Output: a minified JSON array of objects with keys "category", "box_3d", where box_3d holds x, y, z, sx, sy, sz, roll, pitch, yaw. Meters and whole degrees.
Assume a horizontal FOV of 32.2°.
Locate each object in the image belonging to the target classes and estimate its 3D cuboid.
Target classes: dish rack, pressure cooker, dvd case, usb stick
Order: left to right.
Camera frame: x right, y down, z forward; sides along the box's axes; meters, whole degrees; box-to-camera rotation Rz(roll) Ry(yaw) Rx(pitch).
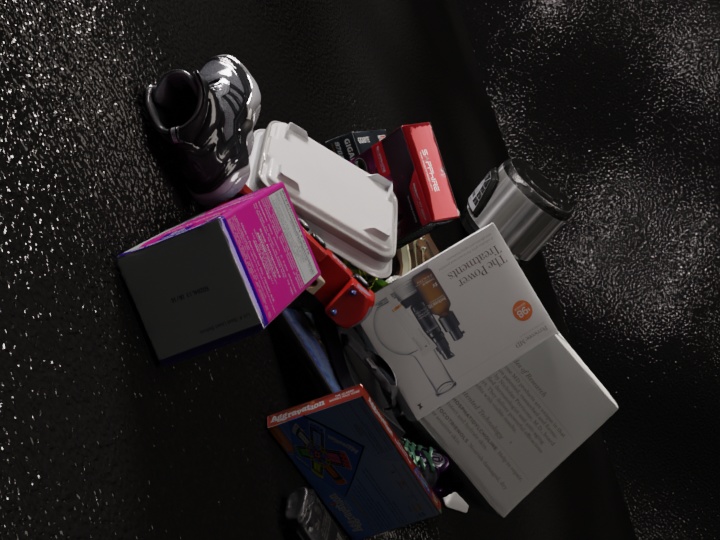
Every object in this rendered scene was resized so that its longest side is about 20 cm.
[{"category":"dish rack","box_3d":[-0.035,-0.091,1.422,0.200,0.044,0.172,29,32,-17]},{"category":"dvd case","box_3d":[-0.026,0.104,1.370,0.143,0.018,0.200,56,12,16]},{"category":"usb stick","box_3d":[-0.020,0.293,1.215,0.200,0.033,0.056,62,25,-31]},{"category":"pressure cooker","box_3d":[0.298,-0.101,2.483,0.176,0.200,0.179,12,36,-49]}]

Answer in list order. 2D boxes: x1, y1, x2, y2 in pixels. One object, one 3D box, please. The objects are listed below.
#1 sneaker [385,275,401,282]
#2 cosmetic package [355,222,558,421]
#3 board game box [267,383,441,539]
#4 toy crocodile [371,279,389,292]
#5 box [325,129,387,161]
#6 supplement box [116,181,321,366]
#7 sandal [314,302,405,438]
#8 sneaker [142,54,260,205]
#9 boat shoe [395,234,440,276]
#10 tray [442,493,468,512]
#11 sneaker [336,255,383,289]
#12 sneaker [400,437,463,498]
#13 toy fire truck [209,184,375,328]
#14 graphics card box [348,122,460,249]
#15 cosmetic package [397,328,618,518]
[{"category":"sneaker","box_3d":[0.045,0.066,1.631,0.085,0.077,0.200,54,22,-34]},{"category":"cosmetic package","box_3d":[0.105,0.059,1.441,0.151,0.200,0.052,59,-11,0]},{"category":"board game box","box_3d":[-0.003,0.197,1.252,0.019,0.103,0.200,-95,159,-50]},{"category":"toy crocodile","box_3d":[0.053,0.063,1.515,0.200,0.068,0.062,20,13,-40]},{"category":"box","box_3d":[0.019,-0.122,1.811,0.200,0.046,0.159,-25,97,-74]},{"category":"supplement box","box_3d":[-0.118,-0.003,1.101,0.200,0.101,0.104,-44,113,-74]},{"category":"sandal","box_3d":[0.002,0.097,1.342,0.076,0.043,0.200,40,17,-48]},{"category":"sneaker","box_3d":[-0.154,-0.168,1.220,0.114,0.075,0.200,57,22,-45]},{"category":"boat shoe","box_3d":[0.090,-0.009,1.765,0.075,0.075,0.203,58,37,-67]},{"category":"tray","box_3d":[0.120,0.241,1.771,0.107,0.022,0.201,34,39,-63]},{"category":"sneaker","box_3d":[0.000,0.000,1.518,0.200,0.084,0.075,29,37,-66]},{"category":"sneaker","box_3d":[0.049,0.210,1.442,0.200,0.087,0.075,54,23,-47]},{"category":"toy fire truck","box_3d":[-0.065,-0.012,1.286,0.200,0.049,0.141,44,8,-7]},{"category":"graphics card box","box_3d":[0.032,-0.091,1.562,0.051,0.200,0.126,-12,81,-36]},{"category":"cosmetic package","box_3d":[0.175,0.174,1.547,0.166,0.200,0.167,49,-11,0]}]
